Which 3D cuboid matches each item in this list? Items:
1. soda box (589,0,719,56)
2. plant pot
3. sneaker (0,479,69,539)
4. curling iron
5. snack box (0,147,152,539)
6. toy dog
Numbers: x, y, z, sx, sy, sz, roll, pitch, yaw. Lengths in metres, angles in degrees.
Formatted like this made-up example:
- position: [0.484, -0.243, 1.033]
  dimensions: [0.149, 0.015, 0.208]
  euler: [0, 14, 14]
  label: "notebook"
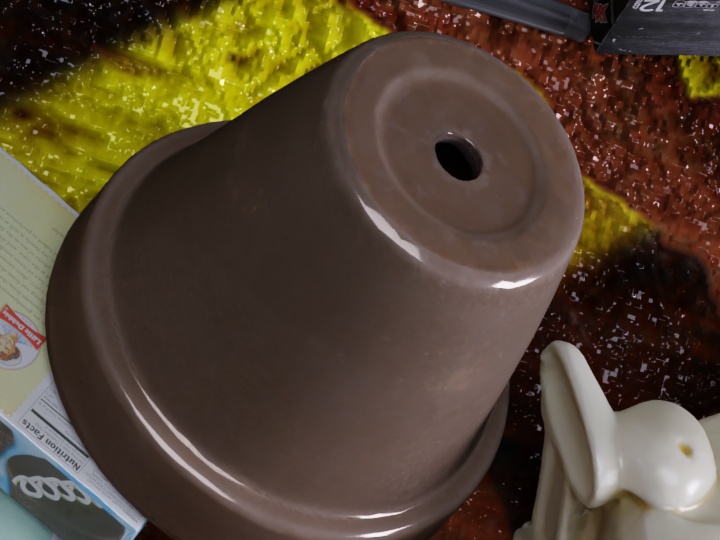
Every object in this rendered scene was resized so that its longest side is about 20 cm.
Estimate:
- position: [0.204, -0.136, 1.232]
  dimensions: [0.198, 0.071, 0.064]
  euler: [1, 69, -13]
  label: "soda box"
- position: [0.000, 0.000, 1.085]
  dimensions: [0.199, 0.175, 0.201]
  euler: [17, 54, -24]
  label: "plant pot"
- position: [-0.190, 0.159, 1.101]
  dimensions: [0.118, 0.074, 0.202]
  euler: [20, 67, -14]
  label: "sneaker"
- position: [0.008, -0.130, 1.222]
  dimensions: [0.199, 0.026, 0.050]
  euler: [10, 99, -14]
  label: "curling iron"
- position: [-0.147, 0.018, 1.129]
  dimensions: [0.200, 0.037, 0.116]
  euler: [41, 42, -2]
  label: "snack box"
- position: [0.182, 0.106, 1.128]
  dimensions: [0.199, 0.194, 0.140]
  euler: [-6, 118, -15]
  label: "toy dog"
